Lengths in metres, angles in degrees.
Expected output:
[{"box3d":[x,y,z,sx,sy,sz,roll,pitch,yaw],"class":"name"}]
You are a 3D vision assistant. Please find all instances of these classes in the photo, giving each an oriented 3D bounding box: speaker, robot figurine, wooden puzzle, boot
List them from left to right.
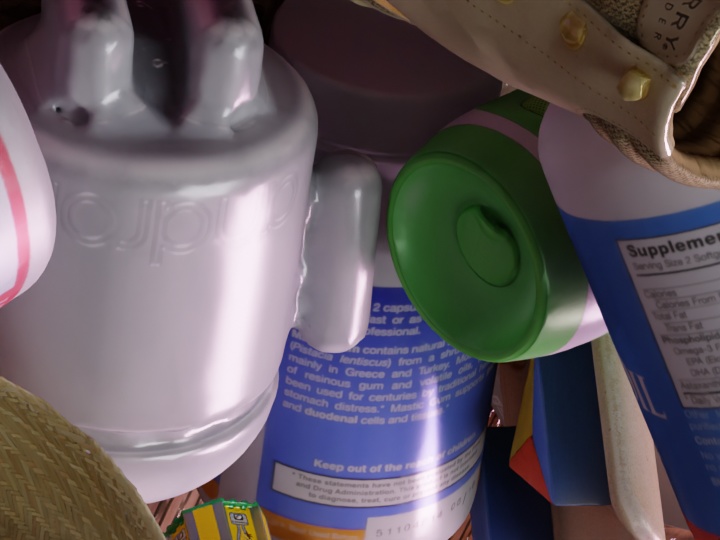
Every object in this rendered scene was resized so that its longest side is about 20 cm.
[{"box3d":[-0.077,-0.007,0.916,0.169,0.113,0.200,3,123,-10],"class":"robot figurine"},{"box3d":[0.028,-0.099,0.700,0.073,0.155,0.200,-50,149,-10],"class":"boot"},{"box3d":[0.066,0.039,1.077,0.046,0.186,0.200,-3,160,-8],"class":"wooden puzzle"},{"box3d":[0.104,-0.038,0.961,0.200,0.088,0.089,-26,137,-37],"class":"speaker"}]

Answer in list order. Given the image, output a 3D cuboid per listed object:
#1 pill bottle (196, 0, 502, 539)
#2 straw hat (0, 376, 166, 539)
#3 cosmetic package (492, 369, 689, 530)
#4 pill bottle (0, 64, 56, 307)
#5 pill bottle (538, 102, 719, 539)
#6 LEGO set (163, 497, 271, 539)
[{"box3d":[0.000,0.000,1.027,0.112,0.112,0.200,-26,137,-40],"class":"pill bottle"},{"box3d":[-0.144,0.105,0.905,0.085,0.201,0.201,-56,171,-77],"class":"straw hat"},{"box3d":[0.151,0.047,1.182,0.107,0.200,0.090,-39,118,-23],"class":"cosmetic package"},{"box3d":[-0.190,0.004,0.777,0.200,0.109,0.109,-34,141,-31],"class":"pill bottle"},{"box3d":[0.119,-0.017,0.847,0.112,0.112,0.200,-34,110,-32],"class":"pill bottle"},{"box3d":[-0.089,0.177,0.993,0.200,0.116,0.154,-14,147,-5],"class":"LEGO set"}]
